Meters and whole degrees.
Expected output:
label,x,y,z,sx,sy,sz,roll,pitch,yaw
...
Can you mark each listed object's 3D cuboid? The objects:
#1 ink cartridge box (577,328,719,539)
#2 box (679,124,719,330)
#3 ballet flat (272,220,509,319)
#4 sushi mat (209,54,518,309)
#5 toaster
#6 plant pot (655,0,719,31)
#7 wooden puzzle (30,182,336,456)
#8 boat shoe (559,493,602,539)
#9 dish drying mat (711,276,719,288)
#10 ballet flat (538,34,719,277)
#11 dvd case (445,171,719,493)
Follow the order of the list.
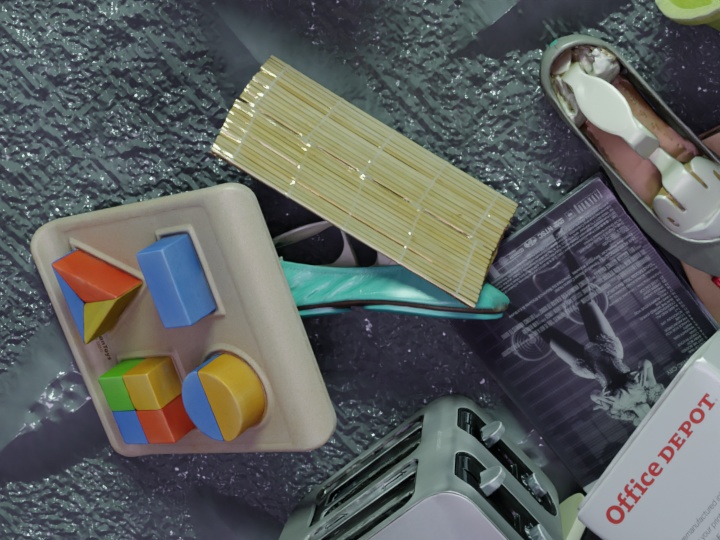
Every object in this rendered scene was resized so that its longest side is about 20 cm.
label,x,y,z,sx,sy,sz,roll,pitch,yaw
ink cartridge box,0.262,0.156,0.825,0.199,0.084,0.147,39,116,13
box,0.298,-0.016,0.859,0.162,0.021,0.201,-25,103,12
ballet flat,0.000,0.000,0.865,0.198,0.067,0.071,-2,89,11
sushi mat,0.005,-0.060,0.838,0.199,0.096,0.012,31,146,-1
toaster,0.034,0.195,0.868,0.199,0.181,0.119,-38,97,14
plant pot,0.304,-0.181,0.736,0.183,0.201,0.201,30,108,-17
wooden puzzle,-0.130,0.046,0.870,0.198,0.046,0.187,-9,107,35
boat shoe,0.125,0.241,0.869,0.063,0.202,0.074,45,139,-3
dish drying mat,0.327,-0.034,0.830,0.077,0.018,0.200,44,105,-9
ballet flat,0.185,-0.068,0.812,0.067,0.064,0.200,-44,86,12
dvd case,0.165,0.052,0.885,0.148,0.016,0.200,-36,99,23
